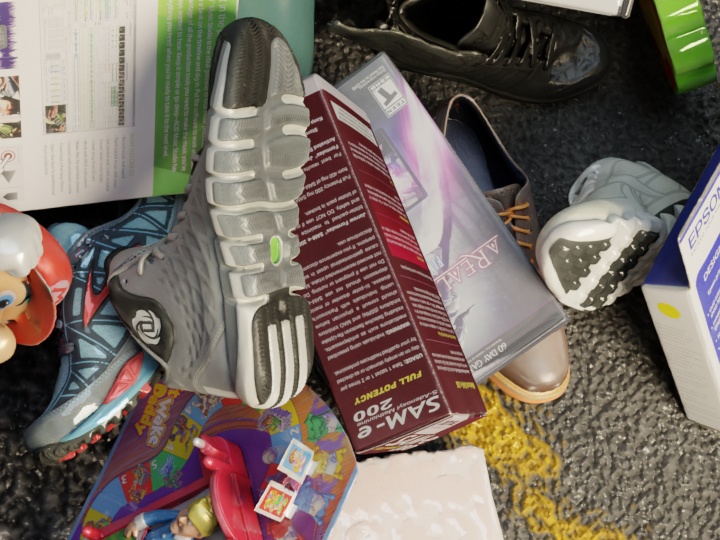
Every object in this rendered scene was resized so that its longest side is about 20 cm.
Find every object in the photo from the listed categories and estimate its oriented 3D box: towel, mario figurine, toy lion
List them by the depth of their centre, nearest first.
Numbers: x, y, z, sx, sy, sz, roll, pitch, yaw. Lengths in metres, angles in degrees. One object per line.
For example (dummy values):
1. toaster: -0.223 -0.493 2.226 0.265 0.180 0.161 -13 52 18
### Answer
1. mario figurine: -0.225 0.026 0.727 0.200 0.123 0.106 -15 105 -45
2. towel: -0.007 0.203 0.830 0.200 0.032 0.191 -5 68 -14
3. toy lion: 0.190 -0.220 0.985 0.069 0.192 0.200 -19 30 10

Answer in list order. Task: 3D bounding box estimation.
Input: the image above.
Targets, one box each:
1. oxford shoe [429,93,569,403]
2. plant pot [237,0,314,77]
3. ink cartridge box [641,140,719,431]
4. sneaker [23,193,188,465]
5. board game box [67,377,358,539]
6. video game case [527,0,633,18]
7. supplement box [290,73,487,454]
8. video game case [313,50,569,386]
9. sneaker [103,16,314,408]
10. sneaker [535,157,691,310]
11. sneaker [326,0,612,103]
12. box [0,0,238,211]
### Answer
1. oxford shoe: 0.081 -0.015 0.914 0.071 0.073 0.200 -18 73 -20
2. plant pot: -0.117 -0.194 0.869 0.200 0.161 0.201 6 50 -7
3. ink cartridge box: 0.234 -0.034 0.897 0.047 0.200 0.198 15 60 36
4. sneaker: -0.151 0.018 0.844 0.095 0.079 0.200 36 55 -14
5. board game box: -0.098 0.135 0.774 0.158 0.039 0.200 18 77 35
6. video game case: 0.065 -0.191 0.895 0.180 0.200 0.026 10 107 0
7. supplement box: 0.000 0.000 0.829 0.061 0.109 0.200 -24 78 11
8. video game case: 0.012 -0.012 0.893 0.143 0.019 0.200 -36 76 9
9. sneaker: -0.090 -0.029 0.772 0.115 0.075 0.200 0 92 32
10. sneaker: 0.153 -0.029 0.906 0.081 0.075 0.200 50 28 20
11. sneaker: 0.075 -0.151 0.948 0.199 0.104 0.060 8 87 -6
12. box: -0.166 -0.097 0.782 0.200 0.145 0.036 -6 43 -17
